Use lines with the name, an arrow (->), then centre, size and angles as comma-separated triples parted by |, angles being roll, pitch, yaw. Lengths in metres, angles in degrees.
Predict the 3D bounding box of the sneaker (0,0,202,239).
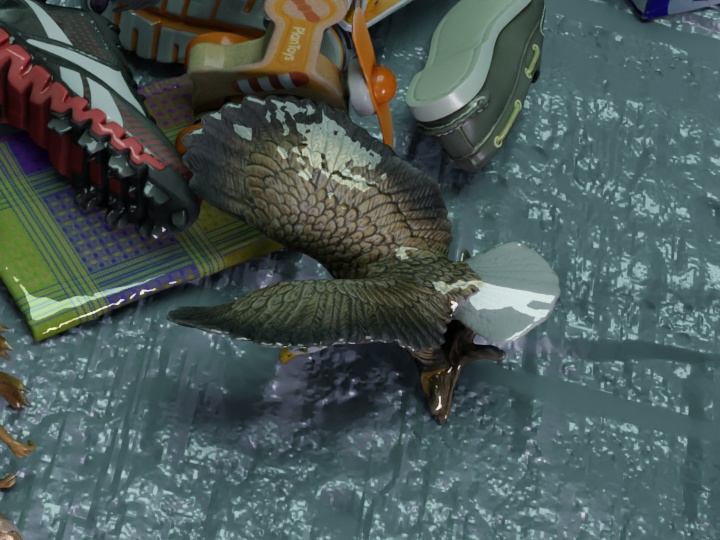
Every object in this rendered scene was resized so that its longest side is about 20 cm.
sneaker -> -0.159, -0.101, 1.135 | 0.200, 0.071, 0.098 | 38, 55, 16

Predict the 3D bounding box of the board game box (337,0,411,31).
board game box -> -0.014, -0.267, 1.280 | 0.200, 0.026, 0.200 | 45, 45, 8

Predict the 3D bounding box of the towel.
towel -> -0.140, -0.043, 1.157 | 0.200, 0.023, 0.144 | -23, 63, -29

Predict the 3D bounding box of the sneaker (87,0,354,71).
sneaker -> -0.094, -0.167, 1.242 | 0.200, 0.078, 0.077 | 28, 20, 13

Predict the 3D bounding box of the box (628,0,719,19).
box -> 0.257, -0.301, 1.419 | 0.199, 0.105, 0.184 | -15, 59, -26

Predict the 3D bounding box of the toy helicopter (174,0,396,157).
toy helicopter -> -0.033, -0.118, 1.103 | 0.132, 0.200, 0.079 | 7, 68, -8

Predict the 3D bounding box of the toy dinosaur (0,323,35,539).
toy dinosaur -> -0.236, 0.069, 1.017 | 0.200, 0.060, 0.106 | 40, 55, 16

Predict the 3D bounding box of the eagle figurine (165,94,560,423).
eagle figurine -> -0.005, 0.005, 1.079 | 0.151, 0.200, 0.152 | -54, 38, -2

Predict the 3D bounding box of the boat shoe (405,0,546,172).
boat shoe -> 0.085, -0.137, 1.271 | 0.060, 0.072, 0.202 | 57, 33, -21

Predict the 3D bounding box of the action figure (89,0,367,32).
action figure -> -0.067, -0.202, 1.165 | 0.199, 0.069, 0.131 | -5, 69, 3
